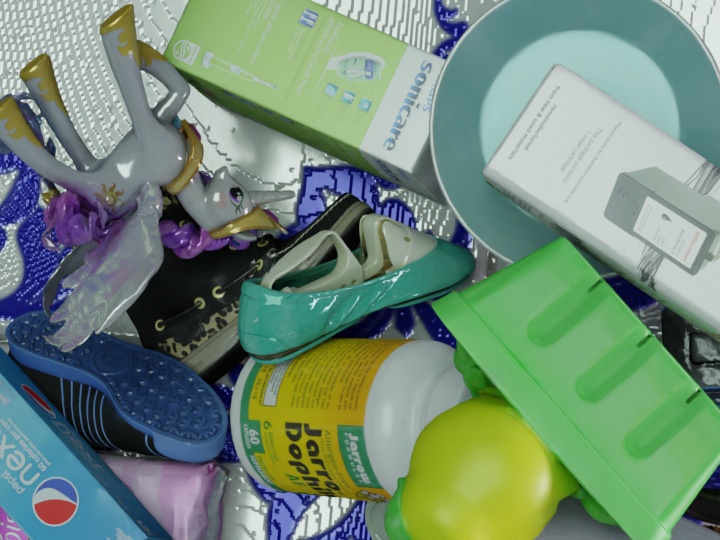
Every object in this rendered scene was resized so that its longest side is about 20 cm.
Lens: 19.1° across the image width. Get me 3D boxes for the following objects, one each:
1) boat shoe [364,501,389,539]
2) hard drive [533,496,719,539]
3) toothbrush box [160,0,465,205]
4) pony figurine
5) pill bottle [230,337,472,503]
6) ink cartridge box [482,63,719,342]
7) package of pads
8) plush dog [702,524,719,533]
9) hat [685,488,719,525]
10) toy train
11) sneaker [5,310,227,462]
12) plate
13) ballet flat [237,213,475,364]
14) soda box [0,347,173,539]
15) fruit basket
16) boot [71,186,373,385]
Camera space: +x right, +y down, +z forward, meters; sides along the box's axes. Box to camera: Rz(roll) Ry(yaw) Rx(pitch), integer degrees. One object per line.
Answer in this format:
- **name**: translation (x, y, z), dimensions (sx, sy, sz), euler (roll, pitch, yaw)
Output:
- **boat shoe**: translation (0.103, 0.161, 1.506), dimensions (0.200, 0.060, 0.076), euler (-7, 101, 19)
- **hard drive**: translation (0.169, 0.207, 1.354), dimensions (0.200, 0.033, 0.140), euler (25, 47, -10)
- **toothbrush box**: translation (-0.022, -0.132, 1.521), dimensions (0.200, 0.146, 0.086), euler (26, 88, 14)
- **pony figurine**: translation (-0.166, -0.054, 1.459), dimensions (0.193, 0.167, 0.200), euler (-38, 111, -1)
- **pill bottle**: translation (0.016, 0.102, 1.460), dimensions (0.200, 0.113, 0.113), euler (0, 82, 43)
- **ink cartridge box**: translation (0.181, -0.036, 1.337), dimensions (0.200, 0.146, 0.084), euler (34, 92, 3)
- **package of pads**: translation (-0.196, 0.192, 1.552), dimensions (0.200, 0.076, 0.121), euler (3, 81, 11)
- **plush dog**: translation (0.190, 0.246, 1.446), dimensions (0.200, 0.161, 0.172), euler (-4, 59, 11)
- **hat**: translation (0.308, 0.128, 1.407), dimensions (0.200, 0.201, 0.081), euler (4, 79, 12)
- **toy train**: translation (0.242, 0.008, 1.467), dimensions (0.087, 0.114, 0.200), euler (-3, 83, 10)
- **sneaker**: translation (-0.174, 0.099, 1.543), dimensions (0.200, 0.078, 0.070), euler (27, 45, 30)
- **plate**: translation (0.145, -0.093, 1.425), dimensions (0.200, 0.026, 0.201), euler (0, 91, 4)
- **ballet flat**: translation (0.000, 0.000, 1.489), dimensions (0.067, 0.200, 0.071), euler (22, 127, 50)
- **soda box**: translation (-0.223, 0.139, 1.492), dimensions (0.064, 0.068, 0.200), euler (-44, 74, 2)
- **fruit basket**: translation (0.104, 0.104, 1.305), dimensions (0.215, 0.156, 0.216), euler (0, 87, 8)
- **boot**: translation (-0.104, -0.022, 1.562), dimensions (0.200, 0.073, 0.151), euler (-43, 78, 12)
